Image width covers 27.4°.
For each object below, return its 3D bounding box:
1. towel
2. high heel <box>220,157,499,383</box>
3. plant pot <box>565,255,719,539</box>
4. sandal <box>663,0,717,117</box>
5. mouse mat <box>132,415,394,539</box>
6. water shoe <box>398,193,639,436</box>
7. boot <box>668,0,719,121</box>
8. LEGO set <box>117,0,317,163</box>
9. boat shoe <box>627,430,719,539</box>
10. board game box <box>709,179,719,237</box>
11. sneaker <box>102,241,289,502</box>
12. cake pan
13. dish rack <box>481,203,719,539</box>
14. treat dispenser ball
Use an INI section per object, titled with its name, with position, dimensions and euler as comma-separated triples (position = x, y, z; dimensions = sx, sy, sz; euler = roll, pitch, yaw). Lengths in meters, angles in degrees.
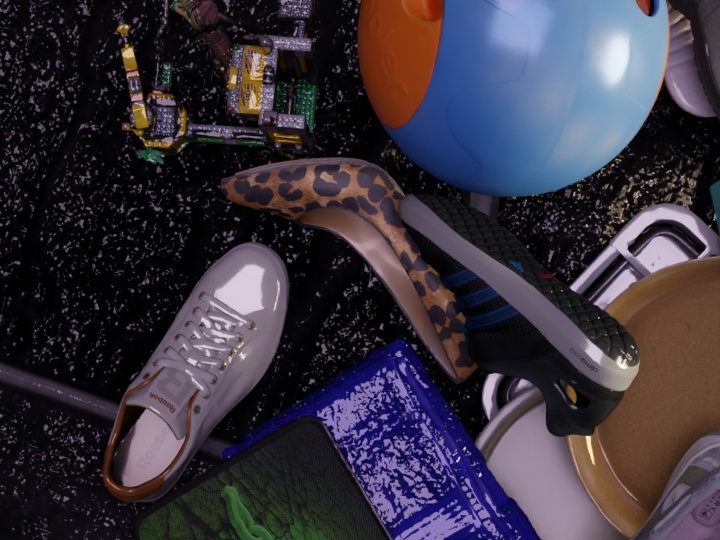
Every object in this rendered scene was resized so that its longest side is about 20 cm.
[towel]
position = 0.022, 0.160, 0.932
dimensions = 0.147, 0.050, 0.200
euler = -33, 86, -5
[high heel]
position = 0.000, 0.000, 1.008
dimensions = 0.199, 0.071, 0.143
euler = 5, 81, -7
[plant pot]
position = 0.228, 0.089, 0.924
dimensions = 0.199, 0.027, 0.201
euler = 2, 98, 14
[sandal]
position = 0.226, -0.190, 1.025
dimensions = 0.079, 0.059, 0.208
euler = -7, 66, -5
[mouse mat]
position = -0.039, 0.208, 0.922
dimensions = 0.161, 0.008, 0.201
euler = -32, 87, 21
[water shoe]
position = 0.082, 0.026, 0.929
dimensions = 0.200, 0.071, 0.079
euler = 43, 115, 34
[boot]
position = 0.263, -0.164, 0.904
dimensions = 0.068, 0.131, 0.201
euler = -20, 80, -37
[LEGO set]
position = -0.088, -0.165, 0.987
dimensions = 0.153, 0.116, 0.201
euler = 13, 87, 2
[boat shoe]
position = 0.189, 0.193, 0.900
dimensions = 0.074, 0.065, 0.203
euler = 29, 111, 8
[board game box]
position = 0.342, 0.000, 0.961
dimensions = 0.199, 0.045, 0.153
euler = -10, 84, -1
[sneaker]
position = -0.109, 0.071, 1.004
dimensions = 0.073, 0.085, 0.201
euler = 28, 87, 4
[cake pan]
position = 0.161, 0.163, 0.975
dimensions = 0.199, 0.037, 0.201
euler = 0, 88, 2
[dish rack]
position = 0.199, 0.074, 1.017
dimensions = 0.172, 0.044, 0.200
euler = 44, 89, 2
[treat dispenser ball]
position = 0.098, -0.148, 0.950
dimensions = 0.200, 0.201, 0.202
euler = 0, 87, 1
